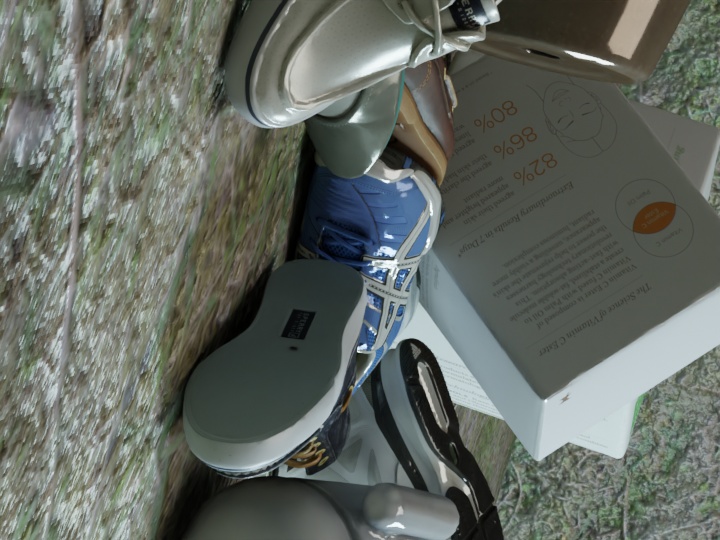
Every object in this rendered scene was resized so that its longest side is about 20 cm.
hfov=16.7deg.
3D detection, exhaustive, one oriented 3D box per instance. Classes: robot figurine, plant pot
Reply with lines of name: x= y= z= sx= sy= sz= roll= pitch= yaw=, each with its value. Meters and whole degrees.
robot figurine: x=-0.024 y=0.169 z=1.312 sx=0.170 sy=0.113 sz=0.200 roll=-43 pitch=151 yaw=21
plant pot: x=0.109 y=-0.191 z=1.228 sx=0.200 sy=0.199 sz=0.176 roll=17 pitch=88 yaw=-81

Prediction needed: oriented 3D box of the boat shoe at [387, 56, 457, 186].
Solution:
boat shoe: x=0.020 y=-0.100 z=1.305 sx=0.200 sy=0.070 sz=0.071 roll=75 pitch=34 yaw=-74

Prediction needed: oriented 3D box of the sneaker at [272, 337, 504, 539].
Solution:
sneaker: x=0.015 y=0.146 z=1.528 sx=0.076 sy=0.115 sz=0.201 roll=-41 pitch=115 yaw=-64

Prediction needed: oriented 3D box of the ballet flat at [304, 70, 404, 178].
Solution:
ballet flat: x=-0.010 y=-0.132 z=1.142 sx=0.064 sy=0.067 sz=0.201 roll=-18 pitch=129 yaw=-45

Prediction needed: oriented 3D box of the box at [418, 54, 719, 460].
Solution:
box: x=0.110 y=-0.020 z=1.447 sx=0.152 sy=0.200 sz=0.106 roll=-31 pitch=160 yaw=-12

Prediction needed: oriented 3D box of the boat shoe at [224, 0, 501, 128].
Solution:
boat shoe: x=0.030 y=-0.127 z=1.080 sx=0.200 sy=0.070 sz=0.071 roll=-39 pitch=138 yaw=-13

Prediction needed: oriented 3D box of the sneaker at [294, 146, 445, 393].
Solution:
sneaker: x=0.000 y=0.000 z=1.360 sx=0.200 sy=0.075 sz=0.077 roll=86 pitch=24 yaw=-55

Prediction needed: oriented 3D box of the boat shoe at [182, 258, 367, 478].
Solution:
boat shoe: x=-0.038 y=0.075 z=1.250 sx=0.200 sy=0.070 sz=0.091 roll=-57 pitch=153 yaw=-62

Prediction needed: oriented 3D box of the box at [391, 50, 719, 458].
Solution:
box: x=0.126 y=-0.011 z=1.712 sx=0.171 sy=0.199 sz=0.200 roll=82 pitch=28 yaw=-66
